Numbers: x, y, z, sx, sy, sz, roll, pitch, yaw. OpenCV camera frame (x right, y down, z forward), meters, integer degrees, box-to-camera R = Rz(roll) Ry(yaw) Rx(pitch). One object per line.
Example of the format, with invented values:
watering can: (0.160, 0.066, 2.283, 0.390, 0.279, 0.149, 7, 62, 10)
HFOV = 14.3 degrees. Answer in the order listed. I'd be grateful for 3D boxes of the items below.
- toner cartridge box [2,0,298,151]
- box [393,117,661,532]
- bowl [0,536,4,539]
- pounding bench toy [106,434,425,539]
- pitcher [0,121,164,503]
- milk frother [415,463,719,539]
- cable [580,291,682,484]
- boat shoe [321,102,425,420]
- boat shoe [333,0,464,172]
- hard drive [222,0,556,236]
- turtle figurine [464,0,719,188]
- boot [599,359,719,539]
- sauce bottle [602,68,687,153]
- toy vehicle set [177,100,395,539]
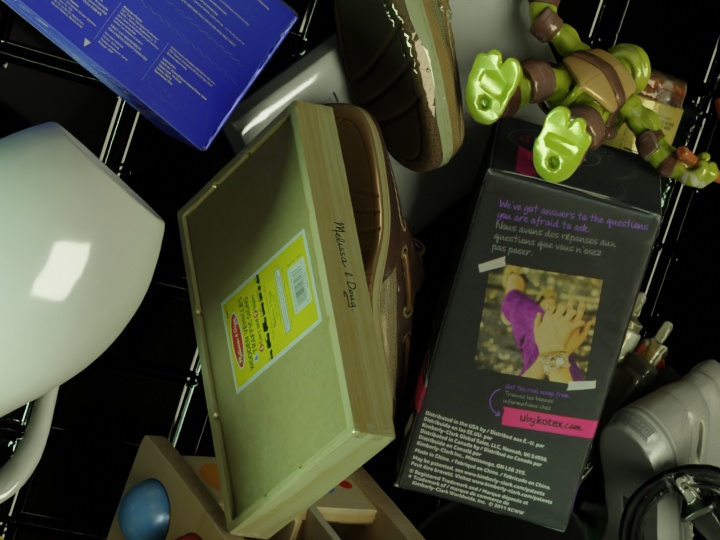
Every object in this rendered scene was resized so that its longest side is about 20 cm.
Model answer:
toner cartridge box: (-0.132, -0.158, 1.529, 0.200, 0.043, 0.095, 40, 80, -36)
box: (0.097, 0.029, 1.653, 0.106, 0.122, 0.201, 16, 108, 0)
bowl: (-0.238, 0.186, 1.511, 0.108, 0.199, 0.201, -53, 138, -58)
pounding bench toy: (-0.077, 0.212, 1.628, 0.155, 0.124, 0.201, 6, 116, -34)
pitcher: (-0.187, 0.032, 1.520, 0.200, 0.121, 0.172, -48, 145, 1)
milk frother: (0.141, 0.218, 1.675, 0.180, 0.188, 0.200, 32, 118, -28)
cable: (0.134, 0.107, 1.804, 0.200, 0.050, 0.097, -52, 143, 6)
boat shoe: (0.000, 0.000, 1.630, 0.072, 0.072, 0.201, -27, 114, -59)
boat shoe: (0.027, -0.158, 1.599, 0.076, 0.072, 0.201, -24, 102, -37)
hard drive: (0.024, -0.091, 1.664, 0.200, 0.025, 0.132, -38, 122, -18)
turtle figurine: (0.120, -0.109, 1.625, 0.200, 0.064, 0.161, 55, 34, 7)
boot: (0.204, 0.149, 1.812, 0.095, 0.073, 0.201, -31, 140, -27)
sauce bottle: (0.138, -0.029, 1.737, 0.066, 0.066, 0.201, 14, 101, -36)
toy vehicle set: (-0.043, 0.026, 1.534, 0.026, 0.124, 0.201, 10, 57, -34)
